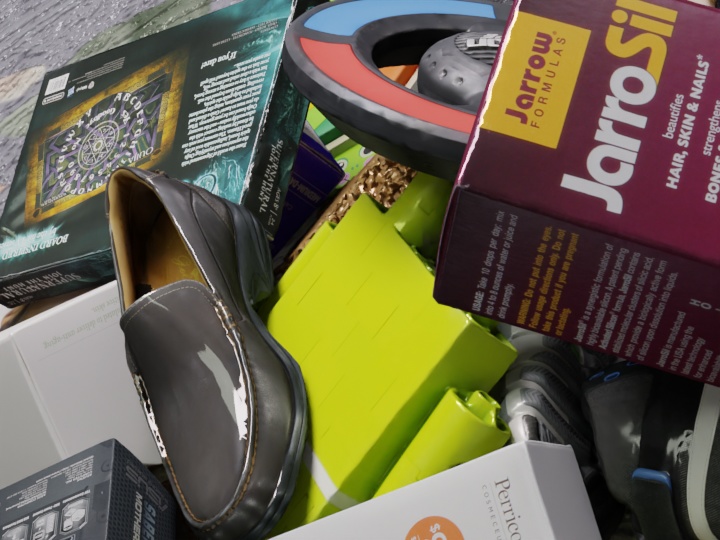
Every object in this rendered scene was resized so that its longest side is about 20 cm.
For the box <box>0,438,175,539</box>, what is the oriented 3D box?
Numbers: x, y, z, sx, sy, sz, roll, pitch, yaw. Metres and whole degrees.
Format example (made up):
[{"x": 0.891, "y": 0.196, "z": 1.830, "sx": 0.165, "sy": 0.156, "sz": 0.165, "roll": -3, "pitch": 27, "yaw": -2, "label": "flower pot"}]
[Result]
[{"x": -0.167, "y": 0.170, "z": 0.902, "sx": 0.199, "sy": 0.051, "sz": 0.158, "roll": -26, "pitch": 36, "yaw": 18, "label": "box"}]

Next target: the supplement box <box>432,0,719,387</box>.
[{"x": 0.137, "y": -0.025, "z": 0.850, "sx": 0.198, "sy": 0.086, "sz": 0.111, "roll": 17, "pitch": 61, "yaw": 4, "label": "supplement box"}]

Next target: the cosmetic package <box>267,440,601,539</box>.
[{"x": 0.030, "y": 0.179, "z": 0.801, "sx": 0.150, "sy": 0.052, "sz": 0.202, "roll": -23, "pitch": 74, "yaw": 21, "label": "cosmetic package"}]

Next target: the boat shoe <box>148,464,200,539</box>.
[{"x": -0.127, "y": 0.134, "z": 1.096, "sx": 0.199, "sy": 0.072, "sz": 0.076, "roll": -25, "pitch": 23, "yaw": 6, "label": "boat shoe"}]

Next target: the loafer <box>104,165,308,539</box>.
[{"x": -0.074, "y": 0.035, "z": 0.970, "sx": 0.073, "sy": 0.072, "sz": 0.201, "roll": -42, "pitch": 37, "yaw": 19, "label": "loafer"}]

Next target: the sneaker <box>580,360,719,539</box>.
[{"x": 0.146, "y": 0.023, "z": 0.940, "sx": 0.111, "sy": 0.073, "sz": 0.201, "roll": -11, "pitch": 45, "yaw": 32, "label": "sneaker"}]

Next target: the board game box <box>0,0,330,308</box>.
[{"x": -0.105, "y": -0.060, "z": 1.155, "sx": 0.199, "sy": 0.028, "sz": 0.136, "roll": -13, "pitch": 53, "yaw": 42, "label": "board game box"}]

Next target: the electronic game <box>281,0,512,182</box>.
[{"x": 0.064, "y": -0.081, "z": 0.999, "sx": 0.198, "sy": 0.042, "sz": 0.200, "roll": 9, "pitch": 23, "yaw": -4, "label": "electronic game"}]

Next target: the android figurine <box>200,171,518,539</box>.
[{"x": -0.003, "y": 0.049, "z": 0.967, "sx": 0.201, "sy": 0.041, "sz": 0.182, "roll": -54, "pitch": 33, "yaw": 9, "label": "android figurine"}]

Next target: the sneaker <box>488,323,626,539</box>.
[{"x": 0.050, "y": 0.071, "z": 0.993, "sx": 0.115, "sy": 0.075, "sz": 0.201, "roll": -31, "pitch": 25, "yaw": 23, "label": "sneaker"}]

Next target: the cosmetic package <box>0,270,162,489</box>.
[{"x": -0.169, "y": 0.075, "z": 1.087, "sx": 0.199, "sy": 0.085, "sz": 0.107, "roll": -24, "pitch": 2, "yaw": 41, "label": "cosmetic package"}]

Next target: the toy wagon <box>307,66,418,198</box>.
[{"x": -0.005, "y": -0.095, "z": 1.255, "sx": 0.154, "sy": 0.040, "sz": 0.201, "roll": -30, "pitch": 35, "yaw": 15, "label": "toy wagon"}]

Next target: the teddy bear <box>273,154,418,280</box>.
[{"x": 0.000, "y": 0.000, "z": 1.109, "sx": 0.200, "sy": 0.067, "sz": 0.145, "roll": -50, "pitch": 7, "yaw": -20, "label": "teddy bear"}]

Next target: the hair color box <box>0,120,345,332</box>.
[{"x": -0.107, "y": -0.014, "z": 1.202, "sx": 0.200, "sy": 0.065, "sz": 0.109, "roll": -50, "pitch": 34, "yaw": 11, "label": "hair color box"}]

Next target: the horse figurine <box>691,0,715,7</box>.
[{"x": 0.137, "y": -0.106, "z": 1.122, "sx": 0.132, "sy": 0.050, "sz": 0.201, "roll": -28, "pitch": 35, "yaw": 23, "label": "horse figurine"}]
